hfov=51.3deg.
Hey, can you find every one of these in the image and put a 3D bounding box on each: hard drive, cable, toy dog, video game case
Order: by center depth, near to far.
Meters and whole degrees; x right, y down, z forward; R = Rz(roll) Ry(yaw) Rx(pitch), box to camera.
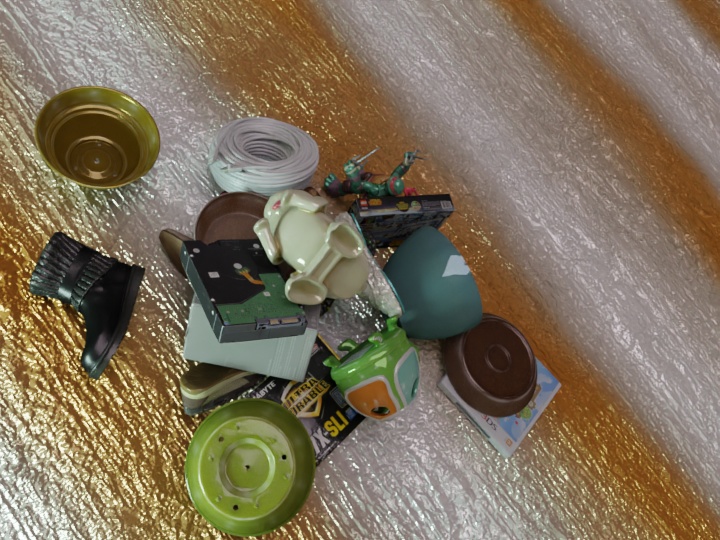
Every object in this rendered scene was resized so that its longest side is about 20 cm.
[{"bbox_3d":[-0.177,0.026,1.120,0.138,0.038,0.201,-3,39,-32],"label":"hard drive"},{"bbox_3d":[-0.074,-0.056,1.166,0.192,0.141,0.200,17,24,-48],"label":"toy dog"},{"bbox_3d":[-0.174,-0.203,1.358,0.196,0.070,0.202,7,39,-9],"label":"cable"},{"bbox_3d":[0.262,0.213,1.395,0.182,0.022,0.200,46,56,4],"label":"video game case"}]

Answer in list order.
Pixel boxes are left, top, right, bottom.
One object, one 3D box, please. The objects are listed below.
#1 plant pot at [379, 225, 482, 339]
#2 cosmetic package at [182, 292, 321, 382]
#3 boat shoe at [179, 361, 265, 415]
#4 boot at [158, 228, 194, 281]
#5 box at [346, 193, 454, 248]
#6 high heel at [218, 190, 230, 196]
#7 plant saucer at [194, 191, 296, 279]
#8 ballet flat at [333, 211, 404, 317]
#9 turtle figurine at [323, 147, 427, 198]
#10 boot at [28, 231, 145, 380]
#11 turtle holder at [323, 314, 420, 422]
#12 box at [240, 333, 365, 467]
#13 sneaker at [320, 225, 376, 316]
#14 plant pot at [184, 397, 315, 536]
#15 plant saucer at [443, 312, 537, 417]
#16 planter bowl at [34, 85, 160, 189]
[{"bbox_3d":[0.104,0.042,1.324,0.133,0.200,0.202,-28,77,-16],"label":"plant pot"},{"bbox_3d":[-0.169,0.092,1.164,0.197,0.108,0.091,16,29,-8],"label":"cosmetic package"},{"bbox_3d":[-0.206,0.168,1.190,0.073,0.066,0.198,33,32,31],"label":"boat shoe"},{"bbox_3d":[-0.227,-0.025,1.285,0.200,0.070,0.146,47,50,3],"label":"boot"},{"bbox_3d":[0.059,-0.089,1.395,0.197,0.137,0.040,-5,66,-26],"label":"box"},{"bbox_3d":[-0.162,-0.094,1.341,0.197,0.068,0.097,18,47,3],"label":"high heel"},{"bbox_3d":[-0.185,-0.036,1.248,0.197,0.037,0.203,16,55,-23],"label":"plant saucer"},{"bbox_3d":[0.000,0.000,1.246,0.071,0.072,0.202,-22,77,-31],"label":"ballet flat"},{"bbox_3d":[0.027,-0.170,1.389,0.148,0.198,0.103,-7,96,-37],"label":"turtle figurine"},{"bbox_3d":[-0.430,0.052,1.139,0.156,0.080,0.214,22,47,-20],"label":"boot"},{"bbox_3d":[0.031,0.162,1.215,0.140,0.186,0.133,-30,93,3],"label":"turtle holder"},{"bbox_3d":[-0.090,0.226,1.220,0.160,0.049,0.199,49,56,4],"label":"box"},{"bbox_3d":[-0.050,0.001,1.309,0.078,0.085,0.200,44,75,-6],"label":"sneaker"},{"bbox_3d":[-0.155,0.273,1.045,0.196,0.193,0.204,2,76,-7],"label":"plant pot"},{"bbox_3d":[0.248,0.166,1.381,0.197,0.035,0.204,9,62,-17],"label":"plant saucer"},{"bbox_3d":[-0.444,-0.205,1.267,0.197,0.084,0.204,10,61,-19],"label":"planter bowl"}]
